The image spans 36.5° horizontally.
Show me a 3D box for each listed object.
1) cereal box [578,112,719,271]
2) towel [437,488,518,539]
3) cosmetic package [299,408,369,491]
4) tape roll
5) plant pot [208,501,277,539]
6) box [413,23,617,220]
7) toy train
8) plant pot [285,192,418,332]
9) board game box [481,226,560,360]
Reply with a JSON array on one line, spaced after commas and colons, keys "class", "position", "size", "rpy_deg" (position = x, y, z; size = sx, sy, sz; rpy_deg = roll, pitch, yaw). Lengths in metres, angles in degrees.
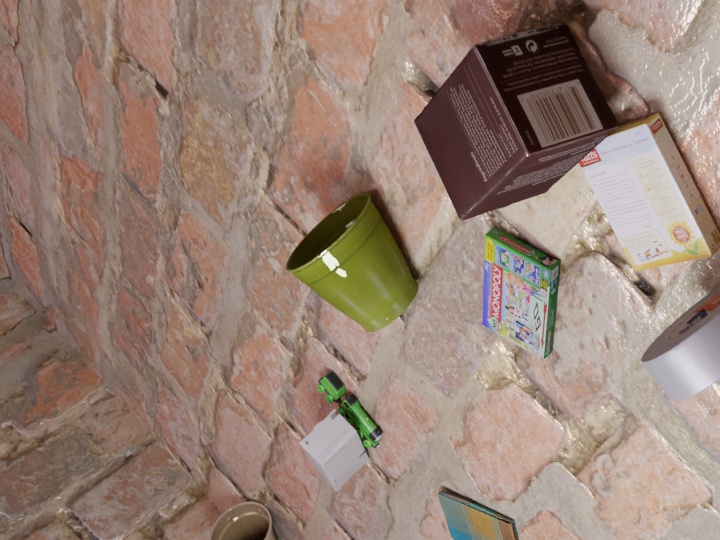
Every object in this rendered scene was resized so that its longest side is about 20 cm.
[{"class": "cereal box", "position": [0.388, -0.102, 1.482], "size": [0.143, 0.039, 0.202], "rpy_deg": [-13, 109, 57]}, {"class": "towel", "position": [0.256, 0.547, 2.304], "size": [0.198, 0.022, 0.148], "rpy_deg": [15, 133, 44]}, {"class": "cosmetic package", "position": [-0.056, 0.402, 2.436], "size": [0.081, 0.113, 0.201], "rpy_deg": [42, 168, 24]}, {"class": "tape roll", "position": [0.459, 0.080, 1.409], "size": [0.066, 0.200, 0.200], "rpy_deg": [49, 148, 4]}, {"class": "plant pot", "position": [-0.314, 0.810, 3.179], "size": [0.199, 0.201, 0.185], "rpy_deg": [20, 147, 42]}, {"class": "box", "position": [0.205, -0.199, 1.480], "size": [0.166, 0.164, 0.200], "rpy_deg": [65, 151, 12]}, {"class": "toy train", "position": [-0.021, 0.309, 2.425], "size": [0.200, 0.042, 0.057], "rpy_deg": [49, 137, 8]}, {"class": "plant pot", "position": [0.000, 0.000, 1.978], "size": [0.193, 0.201, 0.199], "rpy_deg": [49, 150, -16]}, {"class": "board game box", "position": [0.261, 0.040, 1.799], "size": [0.134, 0.029, 0.202], "rpy_deg": [30, 141, 33]}]
